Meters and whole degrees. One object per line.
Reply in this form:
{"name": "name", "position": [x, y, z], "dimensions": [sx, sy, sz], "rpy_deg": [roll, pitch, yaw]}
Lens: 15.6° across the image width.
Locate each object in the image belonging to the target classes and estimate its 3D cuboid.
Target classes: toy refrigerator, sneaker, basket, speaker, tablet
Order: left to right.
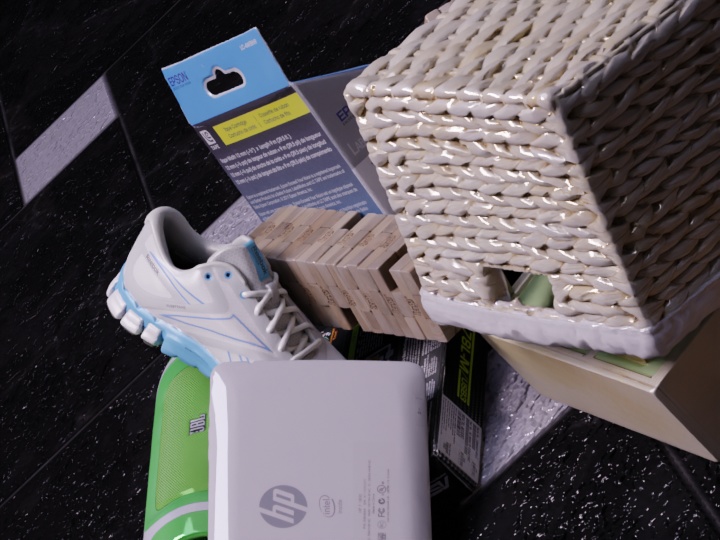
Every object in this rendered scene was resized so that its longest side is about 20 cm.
{"name": "speaker", "position": [-0.087, 0.124, 1.612], "dimensions": [0.088, 0.088, 0.200], "rpy_deg": [-36, 28, 21]}
{"name": "sneaker", "position": [-0.066, 0.029, 1.605], "dimensions": [0.075, 0.199, 0.087], "rpy_deg": [-36, -28, -53]}
{"name": "tablet", "position": [-0.024, 0.139, 1.513], "dimensions": [0.129, 0.014, 0.201], "rpy_deg": [0, 56, -2]}
{"name": "basket", "position": [0.134, -0.077, 1.431], "dimensions": [0.200, 0.162, 0.198], "rpy_deg": [-37, 26, -29]}
{"name": "toy refrigerator", "position": [0.151, 0.039, 1.480], "dimensions": [0.076, 0.070, 0.200], "rpy_deg": [-50, 25, -10]}

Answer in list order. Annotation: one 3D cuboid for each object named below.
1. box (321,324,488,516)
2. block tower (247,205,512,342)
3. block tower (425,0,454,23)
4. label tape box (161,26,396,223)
{"name": "box", "position": [-0.005, 0.103, 1.664], "dimensions": [0.193, 0.047, 0.201], "rpy_deg": [-35, 27, 28]}
{"name": "block tower", "position": [0.000, 0.000, 1.602], "dimensions": [0.054, 0.058, 0.199], "rpy_deg": [-43, 27, -29]}
{"name": "block tower", "position": [0.139, -0.194, 1.790], "dimensions": [0.199, 0.054, 0.058], "rpy_deg": [-33, -14, -10]}
{"name": "label tape box", "position": [-0.023, -0.074, 1.665], "dimensions": [0.066, 0.200, 0.143], "rpy_deg": [-41, 13, -28]}
